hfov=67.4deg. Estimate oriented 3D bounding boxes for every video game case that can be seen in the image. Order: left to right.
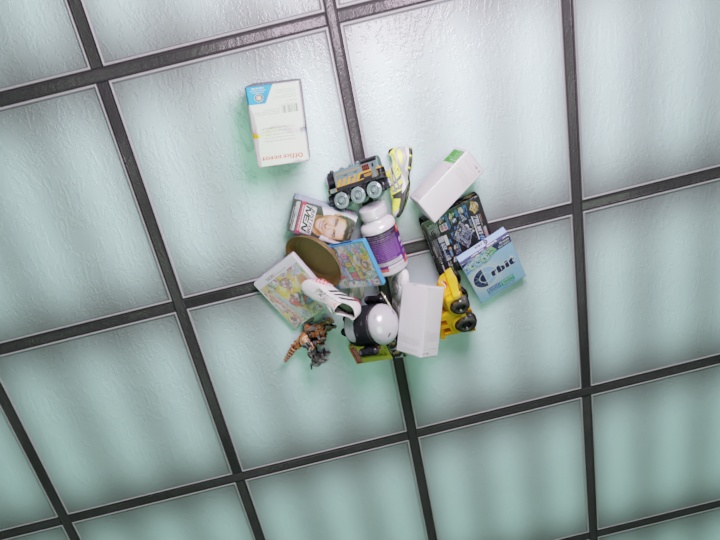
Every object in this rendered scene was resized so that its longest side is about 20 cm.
[{"bbox_3d":[-0.204,0.065,1.664,0.179,0.023,0.201,-33,110,26],"label":"video game case"},{"bbox_3d":[-0.028,-0.016,1.585,0.196,0.018,0.146,-6,117,46],"label":"video game case"}]

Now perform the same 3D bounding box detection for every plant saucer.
[{"bbox_3d":[-0.134,-0.033,1.609,0.194,0.036,0.204,21,141,18],"label":"plant saucer"}]

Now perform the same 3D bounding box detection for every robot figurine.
[{"bbox_3d":[0.029,0.169,1.652,0.196,0.123,0.155,-11,103,44],"label":"robot figurine"}]

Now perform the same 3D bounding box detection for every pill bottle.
[{"bbox_3d":[0.064,-0.097,1.608,0.108,0.112,0.206,-19,111,3],"label":"pill bottle"}]

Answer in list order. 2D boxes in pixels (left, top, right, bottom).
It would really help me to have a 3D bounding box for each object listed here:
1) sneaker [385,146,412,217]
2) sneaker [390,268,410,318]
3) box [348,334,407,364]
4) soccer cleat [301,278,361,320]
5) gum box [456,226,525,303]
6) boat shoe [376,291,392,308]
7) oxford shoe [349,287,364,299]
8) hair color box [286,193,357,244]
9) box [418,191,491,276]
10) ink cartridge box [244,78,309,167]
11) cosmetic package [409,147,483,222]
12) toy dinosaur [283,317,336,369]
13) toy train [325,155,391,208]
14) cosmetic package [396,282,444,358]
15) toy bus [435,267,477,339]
[{"bbox_3d":[0.108,-0.260,1.582,0.073,0.075,0.208,8,104,8],"label":"sneaker"},{"bbox_3d":[0.148,0.065,1.690,0.096,0.079,0.204,-17,136,-14],"label":"sneaker"},{"bbox_3d":[0.059,0.243,1.719,0.195,0.050,0.077,-14,115,34],"label":"box"},{"bbox_3d":[-0.088,0.085,1.590,0.195,0.086,0.070,27,112,-2],"label":"soccer cleat"},{"bbox_3d":[0.406,-0.012,1.669,0.167,0.045,0.201,-32,131,8],"label":"gum box"},{"bbox_3d":[0.088,0.163,1.726,0.061,0.074,0.207,-23,115,-4],"label":"boat shoe"},{"bbox_3d":[0.000,0.000,1.659,0.055,0.076,0.207,6,117,-1],"label":"oxford shoe"},{"bbox_3d":[-0.114,-0.147,1.601,0.193,0.061,0.102,15,109,-11],"label":"hair color box"},{"bbox_3d":[0.300,-0.106,1.659,0.193,0.050,0.205,-26,112,2],"label":"box"},{"bbox_3d":[-0.217,-0.399,1.453,0.141,0.145,0.208,-6,111,-2],"label":"ink cartridge box"},{"bbox_3d":[0.245,-0.247,1.552,0.200,0.108,0.085,-45,110,3],"label":"cosmetic package"},{"bbox_3d":[-0.157,0.233,1.737,0.197,0.102,0.138,-31,95,26],"label":"toy dinosaur"},{"bbox_3d":[-0.009,-0.252,1.552,0.193,0.085,0.118,-15,95,17],"label":"toy train"},{"bbox_3d":[0.176,0.143,1.594,0.083,0.106,0.209,4,95,-42],"label":"cosmetic package"},{"bbox_3d":[0.250,0.116,1.678,0.186,0.139,0.202,-21,134,12],"label":"toy bus"}]
